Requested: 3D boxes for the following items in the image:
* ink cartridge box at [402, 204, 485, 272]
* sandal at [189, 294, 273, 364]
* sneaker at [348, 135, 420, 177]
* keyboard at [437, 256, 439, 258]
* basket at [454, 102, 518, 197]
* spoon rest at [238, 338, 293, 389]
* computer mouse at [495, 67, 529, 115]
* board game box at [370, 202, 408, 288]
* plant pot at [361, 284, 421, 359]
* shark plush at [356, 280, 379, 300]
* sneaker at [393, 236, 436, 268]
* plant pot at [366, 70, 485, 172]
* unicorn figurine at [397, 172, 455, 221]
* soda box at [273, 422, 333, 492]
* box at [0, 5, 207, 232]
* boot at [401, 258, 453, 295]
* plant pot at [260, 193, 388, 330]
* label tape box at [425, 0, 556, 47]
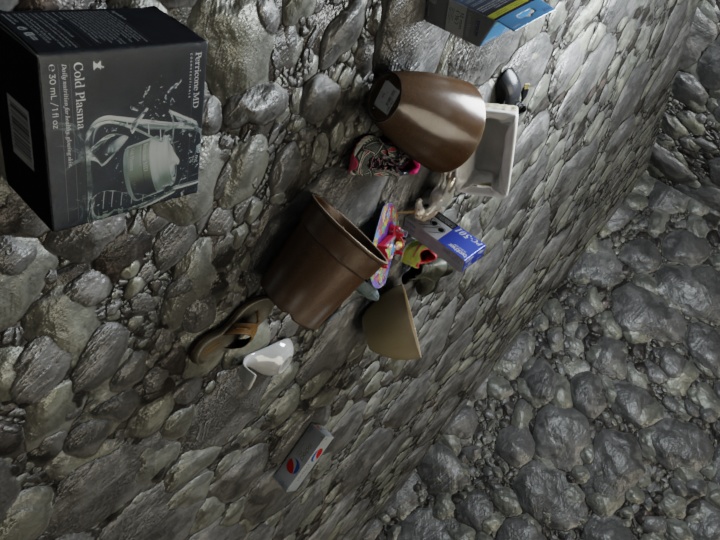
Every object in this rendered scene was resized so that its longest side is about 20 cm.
[{"bbox_3d":[0.210,-0.085,1.522,0.093,0.199,0.045,-31,148,-35],"label":"ink cartridge box"},{"bbox_3d":[-0.246,0.125,1.191,0.199,0.054,0.083,-36,148,-31],"label":"sandal"},{"bbox_3d":[0.050,-0.230,1.241,0.198,0.074,0.082,-19,137,-48],"label":"sneaker"},{"bbox_3d":[0.220,-0.055,1.633,0.057,0.011,0.199,-51,-162,-18],"label":"keyboard"},{"bbox_3d":[0.306,-0.296,1.447,0.124,0.132,0.205,-54,150,-56],"label":"basket"},{"bbox_3d":[-0.212,0.206,1.353,0.101,0.060,0.199,-61,165,16],"label":"spoon rest"},{"bbox_3d":[0.411,-0.459,1.587,0.140,0.046,0.202,-43,151,-18],"label":"computer mouse"},{"bbox_3d":[0.073,-0.057,1.423,0.158,0.038,0.205,52,51,-63],"label":"board game box"},{"bbox_3d":[0.078,0.153,1.630,0.131,0.204,0.201,-15,150,5],"label":"plant pot"},{"bbox_3d":[0.000,0.000,1.410,0.091,0.083,0.202,-40,150,-23],"label":"shark plush"},{"bbox_3d":[0.180,-0.061,1.622,0.199,0.090,0.079,-35,146,-35],"label":"sneaker"},{"bbox_3d":[0.112,-0.306,1.168,0.197,0.187,0.190,9,116,-44],"label":"plant pot"},{"bbox_3d":[0.197,-0.192,1.519,0.198,0.073,0.140,-6,122,-52],"label":"unicorn figurine"},{"bbox_3d":[-0.169,0.556,1.794,0.202,0.063,0.068,-54,153,0],"label":"soda box"},{"bbox_3d":[-0.295,-0.181,0.697,0.195,0.123,0.203,-28,143,-44],"label":"box"},{"bbox_3d":[0.168,0.018,1.718,0.128,0.069,0.200,-9,157,-25],"label":"boot"},{"bbox_3d":[-0.080,-0.007,1.179,0.199,0.200,0.199,-49,153,9],"label":"plant pot"},{"bbox_3d":[0.239,-0.479,1.122,0.142,0.199,0.067,-35,151,-30],"label":"label tape box"}]
